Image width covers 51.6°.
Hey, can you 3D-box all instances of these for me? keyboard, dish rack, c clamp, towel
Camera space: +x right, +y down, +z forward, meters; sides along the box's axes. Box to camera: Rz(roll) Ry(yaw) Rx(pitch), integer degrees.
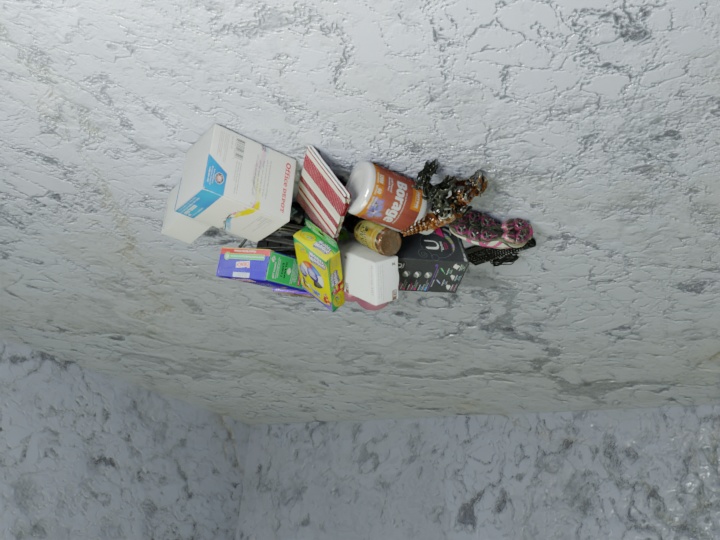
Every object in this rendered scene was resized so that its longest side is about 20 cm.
[{"bbox_3d":[0.349,-0.039,1.850,0.103,0.040,0.198,24,152,-35],"label":"keyboard"},{"bbox_3d":[-0.179,-0.033,1.963,0.150,0.056,0.201,0,157,14],"label":"dish rack"},{"bbox_3d":[-0.171,-0.078,1.735,0.196,0.028,0.171,8,158,-20],"label":"c clamp"},{"bbox_3d":[-0.080,-0.156,1.569,0.023,0.145,0.201,-31,164,-24],"label":"towel"}]

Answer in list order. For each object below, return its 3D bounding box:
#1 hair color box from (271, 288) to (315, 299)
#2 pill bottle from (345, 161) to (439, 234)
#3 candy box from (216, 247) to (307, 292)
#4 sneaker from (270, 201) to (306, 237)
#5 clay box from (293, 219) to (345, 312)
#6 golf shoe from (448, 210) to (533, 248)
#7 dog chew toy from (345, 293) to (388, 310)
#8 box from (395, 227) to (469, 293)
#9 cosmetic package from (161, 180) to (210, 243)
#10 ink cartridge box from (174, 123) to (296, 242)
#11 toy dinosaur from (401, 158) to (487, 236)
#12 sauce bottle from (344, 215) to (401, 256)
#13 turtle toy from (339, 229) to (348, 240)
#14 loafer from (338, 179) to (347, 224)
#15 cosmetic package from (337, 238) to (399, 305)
[{"bbox_3d":[-0.148,0.045,2.099,0.195,0.066,0.109,5,172,-2],"label":"hair color box"},{"bbox_3d":[0.072,-0.145,1.569,0.197,0.115,0.112,18,154,-28],"label":"pill bottle"},{"bbox_3d":[-0.218,-0.001,1.793,0.166,0.079,0.198,5,175,36],"label":"candy box"},{"bbox_3d":[-0.186,-0.136,1.710,0.137,0.080,0.199,-7,164,23],"label":"sneaker"},{"bbox_3d":[-0.093,-0.011,1.675,0.114,0.047,0.202,36,150,32],"label":"clay box"},{"bbox_3d":[0.293,-0.082,1.718,0.195,0.074,0.092,9,158,-9],"label":"golf shoe"},{"bbox_3d":[-0.011,0.032,2.005,0.196,0.127,0.125,15,157,0],"label":"dog chew toy"},{"bbox_3d":[0.138,-0.029,1.745,0.196,0.124,0.107,3,135,-18],"label":"box"},{"bbox_3d":[-0.367,-0.150,1.661,0.080,0.115,0.199,20,151,-30],"label":"cosmetic package"},{"bbox_3d":[-0.254,-0.173,1.531,0.197,0.150,0.144,21,153,-31],"label":"ink cartridge box"},{"bbox_3d":[0.172,-0.138,1.513,0.101,0.201,0.136,21,156,41],"label":"toy dinosaur"},{"bbox_3d":[0.022,-0.084,1.685,0.065,0.067,0.199,19,-176,-29],"label":"sauce bottle"},{"bbox_3d":[-0.048,-0.035,1.861,0.144,0.103,0.200,22,167,24],"label":"turtle toy"},{"bbox_3d":[-0.057,-0.137,1.669,0.071,0.073,0.201,3,157,6],"label":"loafer"},{"bbox_3d":[0.000,0.000,1.692,0.073,0.104,0.199,-14,-159,-33],"label":"cosmetic package"}]
